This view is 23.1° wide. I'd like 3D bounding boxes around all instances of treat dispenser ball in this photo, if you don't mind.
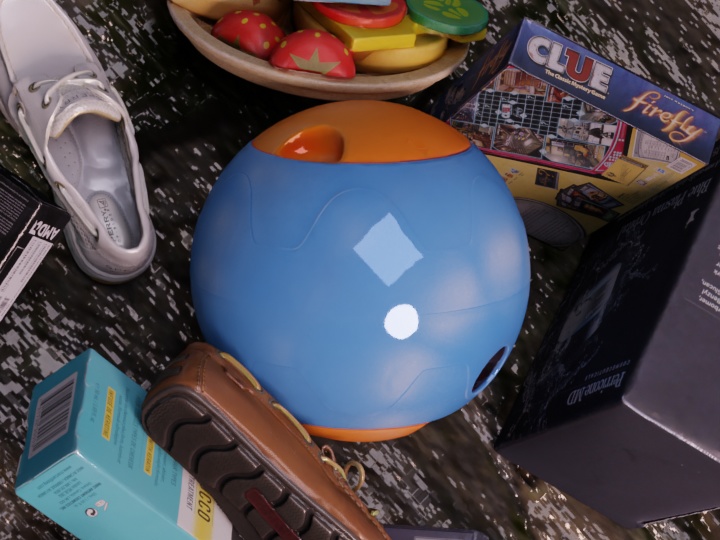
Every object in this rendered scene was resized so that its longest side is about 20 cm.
[{"bbox_3d":[0.000,0.000,1.039,0.200,0.201,0.201,5,75,-18],"label":"treat dispenser ball"}]

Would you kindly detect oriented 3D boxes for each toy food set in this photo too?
[{"bbox_3d":[-0.024,-0.168,1.106,0.198,0.049,0.200,-10,37,-31],"label":"toy food set"}]

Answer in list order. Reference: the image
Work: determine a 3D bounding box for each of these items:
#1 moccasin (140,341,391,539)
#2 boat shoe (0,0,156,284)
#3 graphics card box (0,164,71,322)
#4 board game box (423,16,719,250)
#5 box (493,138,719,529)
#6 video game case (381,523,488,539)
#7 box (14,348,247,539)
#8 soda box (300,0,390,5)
[{"bbox_3d":[-0.037,0.124,0.982,0.201,0.074,0.078,44,34,-6],"label":"moccasin"},{"bbox_3d":[-0.172,-0.093,1.075,0.071,0.069,0.200,-24,85,-21],"label":"boat shoe"},{"bbox_3d":[-0.266,0.015,0.968,0.125,0.051,0.200,33,92,15],"label":"graphics card box"},{"bbox_3d":[0.116,-0.079,1.101,0.135,0.200,0.035,25,69,-12],"label":"board game box"},{"bbox_3d":[0.203,0.042,1.102,0.117,0.197,0.200,30,69,-9],"label":"box"},{"bbox_3d":[-0.005,0.245,1.017,0.019,0.143,0.200,30,64,-47],"label":"video game case"},{"bbox_3d":[-0.100,0.136,0.987,0.200,0.049,0.082,42,28,-30],"label":"box"},{"bbox_3d":[-0.034,-0.235,1.098,0.063,0.200,0.069,0,121,-19],"label":"soda box"}]
